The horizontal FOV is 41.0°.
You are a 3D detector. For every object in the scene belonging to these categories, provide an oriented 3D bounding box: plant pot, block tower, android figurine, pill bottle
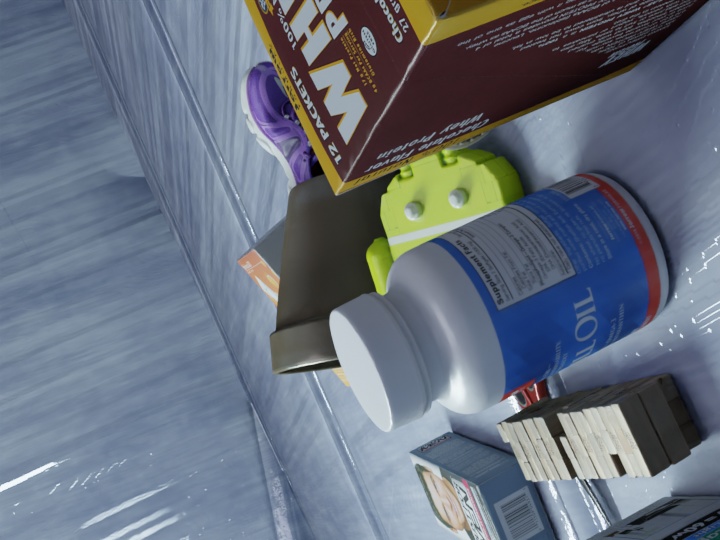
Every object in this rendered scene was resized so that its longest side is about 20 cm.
[{"bbox_3d":[0.000,0.000,0.932,0.200,0.198,0.175,139,123,-73],"label":"plant pot"},{"bbox_3d":[0.173,0.122,0.722,0.058,0.054,0.200,66,161,4],"label":"block tower"},{"bbox_3d":[0.081,-0.011,0.762,0.181,0.041,0.202,-11,99,42],"label":"android figurine"},{"bbox_3d":[0.085,0.023,0.616,0.113,0.199,0.113,56,162,29],"label":"pill bottle"}]

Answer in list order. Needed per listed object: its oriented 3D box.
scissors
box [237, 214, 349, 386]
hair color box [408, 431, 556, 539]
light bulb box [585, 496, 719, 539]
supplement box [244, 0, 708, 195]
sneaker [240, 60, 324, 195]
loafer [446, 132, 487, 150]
[{"bbox_3d":[0.174,0.150,0.854,0.201,0.014,0.073,63,161,7],"label":"scissors"},{"bbox_3d":[-0.031,0.026,1.081,0.200,0.097,0.124,49,165,-6],"label":"box"},{"bbox_3d":[0.127,0.244,1.045,0.100,0.060,0.200,68,165,-5],"label":"hair color box"},{"bbox_3d":[0.235,0.255,0.598,0.200,0.124,0.200,64,165,8],"label":"light bulb box"},{"bbox_3d":[0.063,-0.157,0.443,0.134,0.196,0.200,64,165,7],"label":"supplement box"},{"bbox_3d":[-0.064,-0.154,1.116,0.201,0.080,0.083,60,152,-11],"label":"sneaker"},{"bbox_3d":[0.056,-0.184,0.661,0.068,0.075,0.202,-141,41,-60],"label":"loafer"}]
